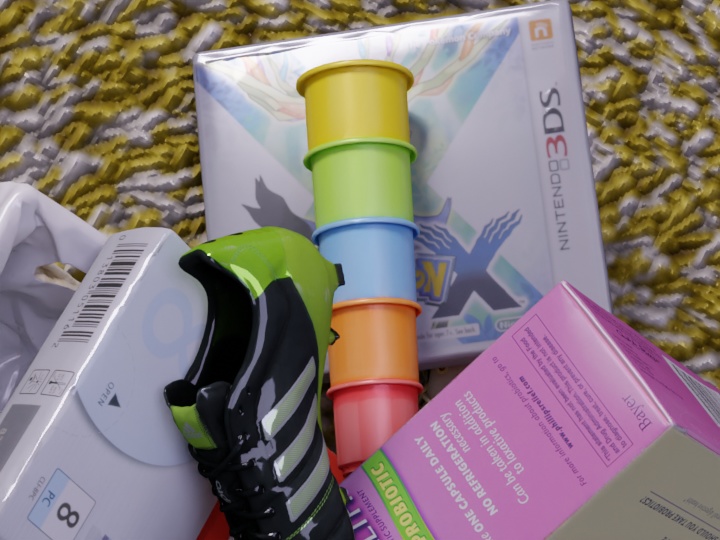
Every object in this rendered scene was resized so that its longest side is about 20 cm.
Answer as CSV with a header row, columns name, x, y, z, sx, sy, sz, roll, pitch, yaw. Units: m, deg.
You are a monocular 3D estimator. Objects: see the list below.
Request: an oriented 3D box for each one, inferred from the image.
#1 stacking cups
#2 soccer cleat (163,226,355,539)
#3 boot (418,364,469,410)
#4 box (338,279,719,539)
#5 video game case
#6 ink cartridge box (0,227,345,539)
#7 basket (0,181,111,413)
name,x,y,z,sx,sy,sz,roll,pitch,yaw
stacking cups,0.000,0.000,1.124,0.060,0.061,0.201,4,73,-17
soccer cleat,-0.046,0.082,1.013,0.081,0.067,0.201,-4,89,-40
boot,0.037,0.056,1.194,0.199,0.073,0.156,-22,83,-12
box,0.087,0.128,1.095,0.200,0.176,0.097,-44,54,11
video game case,0.019,-0.038,1.175,0.199,0.022,0.183,-8,72,6
ink cartridge box,-0.076,0.104,1.046,0.200,0.047,0.160,46,58,-31
basket,-0.182,0.077,1.062,0.135,0.123,0.201,40,62,-36
